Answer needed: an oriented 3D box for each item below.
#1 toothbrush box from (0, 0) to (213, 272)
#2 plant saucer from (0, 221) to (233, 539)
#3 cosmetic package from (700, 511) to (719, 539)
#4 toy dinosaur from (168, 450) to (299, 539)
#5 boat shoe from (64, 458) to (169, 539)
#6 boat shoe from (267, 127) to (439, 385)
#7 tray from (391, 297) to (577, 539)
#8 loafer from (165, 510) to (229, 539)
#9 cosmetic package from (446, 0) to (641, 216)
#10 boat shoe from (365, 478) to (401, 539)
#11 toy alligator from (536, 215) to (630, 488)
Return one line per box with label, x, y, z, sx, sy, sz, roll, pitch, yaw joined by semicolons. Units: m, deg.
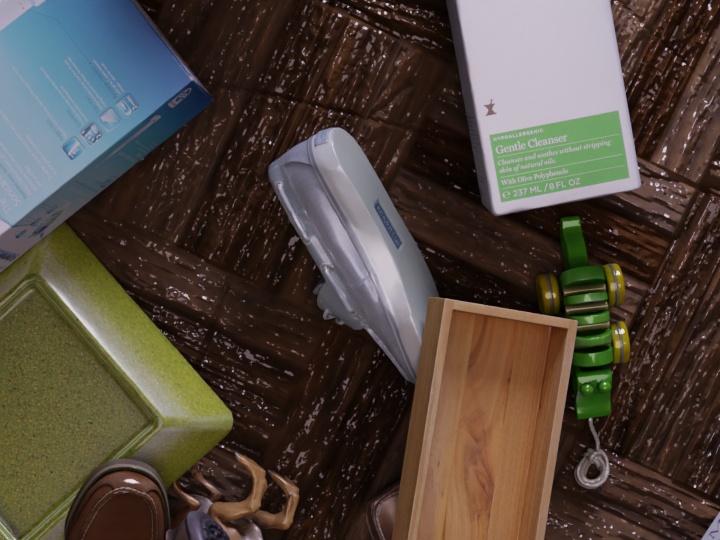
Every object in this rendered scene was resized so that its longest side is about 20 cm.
toothbrush box;-0.223;-0.113;1.116;0.200;0.085;0.147;-39;84;0
plant saucer;-0.224;0.097;1.153;0.200;0.048;0.200;-42;86;2
cosmetic package;0.318;0.258;1.142;0.165;0.200;0.165;33;93;-7
toy dinosaur;-0.083;0.191;1.177;0.200;0.060;0.106;33;89;23
boat shoe;-0.172;0.222;1.125;0.072;0.068;0.200;11;118;-12
boat shoe;0.000;0.000;1.170;0.071;0.070;0.201;-22;103;23
tray;0.081;0.125;1.137;0.098;0.037;0.201;10;89;-18
loafer;-0.110;0.259;1.098;0.071;0.073;0.201;-11;75;13
cosmetic package;0.119;-0.147;1.146;0.107;0.085;0.201;-12;98;1
boat shoe;0.078;0.236;1.190;0.076;0.074;0.200;-37;97;1
toy alligator;0.162;0.062;1.185;0.059;0.054;0.201;-6;97;-2
